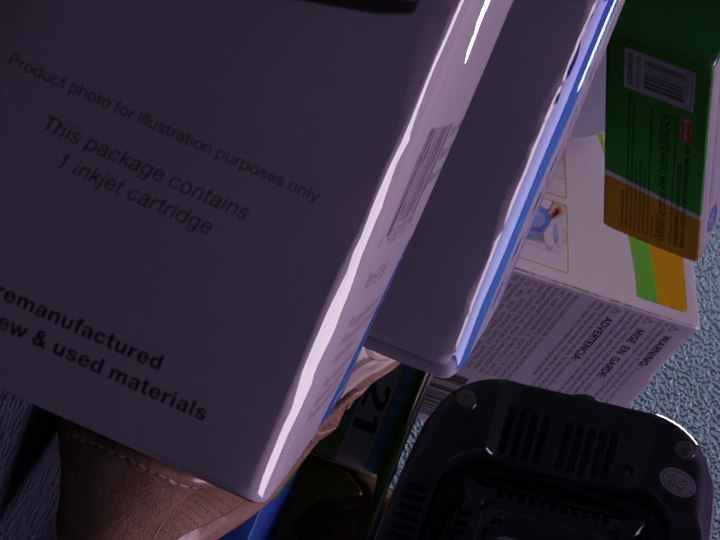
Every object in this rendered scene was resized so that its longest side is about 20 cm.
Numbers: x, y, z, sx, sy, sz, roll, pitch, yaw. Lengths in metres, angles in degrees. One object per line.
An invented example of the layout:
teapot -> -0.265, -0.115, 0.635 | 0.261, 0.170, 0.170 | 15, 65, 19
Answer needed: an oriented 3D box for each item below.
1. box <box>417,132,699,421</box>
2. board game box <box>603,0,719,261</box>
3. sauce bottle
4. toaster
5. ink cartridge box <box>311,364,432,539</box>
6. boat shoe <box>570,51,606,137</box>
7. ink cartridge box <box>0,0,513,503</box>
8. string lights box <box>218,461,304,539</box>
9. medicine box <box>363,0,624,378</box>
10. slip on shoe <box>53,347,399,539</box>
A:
box -> 0.072, -0.036, 1.267 | 0.113, 0.101, 0.201 | -53, -152, 43
board game box -> 0.147, -0.124, 1.058 | 0.153, 0.040, 0.201 | 82, 33, -64
sauce bottle -> -0.023, 0.094, 1.169 | 0.200, 0.066, 0.066 | -133, -116, -72
toaster -> 0.054, 0.148, 0.999 | 0.129, 0.113, 0.201 | 88, 16, -57
ink cartridge box -> 0.000, 0.000, 1.087 | 0.200, 0.075, 0.149 | -76, -172, -79
boat shoe -> 0.061, -0.134, 1.141 | 0.200, 0.073, 0.066 | 66, 10, -51
ink cartridge box -> -0.008, -0.072, 0.557 | 0.145, 0.084, 0.201 | -44, 157, -83
string lights box -> -0.064, 0.097, 1.000 | 0.103, 0.059, 0.201 | -50, 162, -77
medicine box -> 0.021, -0.081, 0.810 | 0.200, 0.102, 0.183 | -45, 157, -83
slip on shoe -> -0.037, 0.036, 0.859 | 0.200, 0.076, 0.061 | -45, 154, -70
